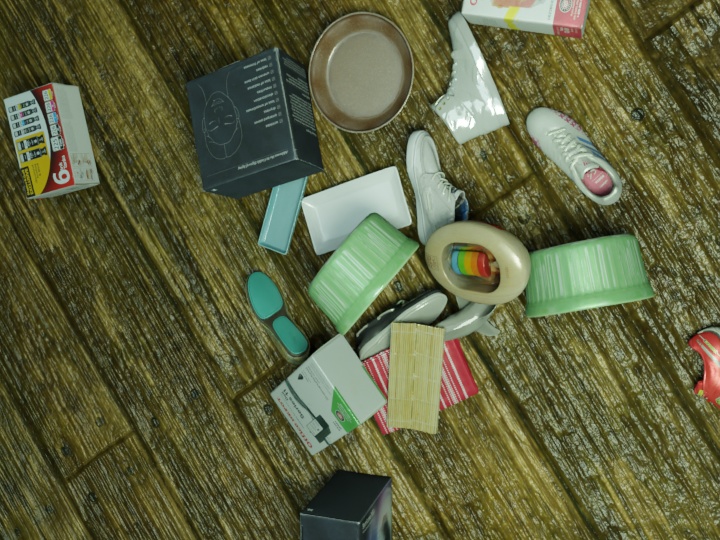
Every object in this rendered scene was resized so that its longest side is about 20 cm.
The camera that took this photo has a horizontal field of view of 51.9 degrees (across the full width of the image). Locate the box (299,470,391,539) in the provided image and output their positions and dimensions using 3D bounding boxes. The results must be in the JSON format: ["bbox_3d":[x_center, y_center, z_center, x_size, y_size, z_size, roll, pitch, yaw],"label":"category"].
[{"bbox_3d":[-0.020,0.499,1.338,0.120,0.199,0.205,0,98,18],"label":"box"}]

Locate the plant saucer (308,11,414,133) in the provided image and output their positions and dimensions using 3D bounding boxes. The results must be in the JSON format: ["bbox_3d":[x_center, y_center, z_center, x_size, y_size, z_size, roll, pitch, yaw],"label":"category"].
[{"bbox_3d":[0.004,-0.347,1.307,0.195,0.037,0.207,2,97,19],"label":"plant saucer"}]

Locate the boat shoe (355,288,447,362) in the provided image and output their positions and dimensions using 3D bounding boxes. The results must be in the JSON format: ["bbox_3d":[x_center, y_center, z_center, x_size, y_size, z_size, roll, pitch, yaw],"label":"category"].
[{"bbox_3d":[0.068,0.089,1.325,0.199,0.073,0.061,-43,47,22],"label":"boat shoe"}]

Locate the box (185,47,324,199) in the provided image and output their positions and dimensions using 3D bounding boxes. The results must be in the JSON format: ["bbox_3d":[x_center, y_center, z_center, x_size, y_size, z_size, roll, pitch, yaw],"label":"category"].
[{"bbox_3d":[-0.188,-0.256,1.323,0.195,0.123,0.203,-13,82,21],"label":"box"}]

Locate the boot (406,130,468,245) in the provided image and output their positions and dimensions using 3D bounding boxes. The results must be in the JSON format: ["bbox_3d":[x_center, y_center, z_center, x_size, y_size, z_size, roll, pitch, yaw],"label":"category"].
[{"bbox_3d":[0.139,-0.138,1.254,0.094,0.073,0.206,2,108,47],"label":"boot"}]

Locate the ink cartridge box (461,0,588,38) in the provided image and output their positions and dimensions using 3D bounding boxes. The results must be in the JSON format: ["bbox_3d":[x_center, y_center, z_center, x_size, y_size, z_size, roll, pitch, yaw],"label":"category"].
[{"bbox_3d":[0.269,-0.463,1.176,0.195,0.083,0.150,13,101,17],"label":"ink cartridge box"}]

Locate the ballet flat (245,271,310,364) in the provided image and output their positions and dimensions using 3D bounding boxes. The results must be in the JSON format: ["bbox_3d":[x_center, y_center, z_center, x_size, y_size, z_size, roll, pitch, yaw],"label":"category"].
[{"bbox_3d":[-0.159,0.095,1.403,0.071,0.070,0.202,-44,67,19],"label":"ballet flat"}]

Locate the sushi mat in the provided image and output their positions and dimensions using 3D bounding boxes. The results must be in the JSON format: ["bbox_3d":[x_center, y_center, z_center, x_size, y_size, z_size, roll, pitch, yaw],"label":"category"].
[{"bbox_3d":[0.094,0.187,1.284,0.093,0.012,0.206,8,109,16],"label":"sushi mat"}]

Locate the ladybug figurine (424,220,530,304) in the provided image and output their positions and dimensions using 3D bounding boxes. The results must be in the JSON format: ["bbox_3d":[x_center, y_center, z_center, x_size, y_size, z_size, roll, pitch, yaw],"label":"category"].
[{"bbox_3d":[0.187,-0.019,1.168,0.197,0.071,0.139,12,124,43],"label":"ladybug figurine"}]

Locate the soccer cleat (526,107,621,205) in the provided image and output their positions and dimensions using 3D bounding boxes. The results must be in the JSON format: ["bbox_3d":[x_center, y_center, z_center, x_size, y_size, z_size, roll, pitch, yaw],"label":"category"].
[{"bbox_3d":[0.344,-0.188,1.185,0.200,0.086,0.070,47,108,8],"label":"soccer cleat"}]

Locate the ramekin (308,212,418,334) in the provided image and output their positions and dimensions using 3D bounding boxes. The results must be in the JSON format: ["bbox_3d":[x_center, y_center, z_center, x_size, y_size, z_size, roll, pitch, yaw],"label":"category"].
[{"bbox_3d":[0.000,0.000,1.253,0.097,0.200,0.201,41,108,2],"label":"ramekin"}]

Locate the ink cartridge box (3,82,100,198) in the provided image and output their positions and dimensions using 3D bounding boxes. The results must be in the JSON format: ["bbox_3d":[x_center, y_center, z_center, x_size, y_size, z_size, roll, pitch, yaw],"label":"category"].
[{"bbox_3d":[-0.647,-0.257,1.515,0.171,0.084,0.206,-11,94,20],"label":"ink cartridge box"}]

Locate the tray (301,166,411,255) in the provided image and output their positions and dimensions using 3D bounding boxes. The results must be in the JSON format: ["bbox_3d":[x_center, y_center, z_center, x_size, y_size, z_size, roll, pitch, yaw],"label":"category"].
[{"bbox_3d":[-0.007,-0.108,1.349,0.195,0.022,0.110,-17,91,20],"label":"tray"}]

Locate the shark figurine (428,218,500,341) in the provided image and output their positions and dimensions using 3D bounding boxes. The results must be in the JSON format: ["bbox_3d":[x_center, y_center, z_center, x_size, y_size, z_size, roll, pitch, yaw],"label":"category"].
[{"bbox_3d":[0.212,0.034,1.252,0.125,0.089,0.220,21,91,-9],"label":"shark figurine"}]

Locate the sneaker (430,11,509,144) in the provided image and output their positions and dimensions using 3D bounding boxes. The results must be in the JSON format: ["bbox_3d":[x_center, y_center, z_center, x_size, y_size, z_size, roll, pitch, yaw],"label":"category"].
[{"bbox_3d":[0.161,-0.316,1.238,0.113,0.074,0.205,-22,91,17],"label":"sneaker"}]

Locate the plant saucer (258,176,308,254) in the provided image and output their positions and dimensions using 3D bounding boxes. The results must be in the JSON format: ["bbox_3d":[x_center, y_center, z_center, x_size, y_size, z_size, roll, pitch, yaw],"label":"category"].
[{"bbox_3d":[-0.135,-0.136,1.374,0.069,0.019,0.205,18,95,27],"label":"plant saucer"}]

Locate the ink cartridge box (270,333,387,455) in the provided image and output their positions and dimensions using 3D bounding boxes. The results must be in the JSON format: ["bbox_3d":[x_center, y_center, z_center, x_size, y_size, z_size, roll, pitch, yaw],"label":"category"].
[{"bbox_3d":[-0.062,0.228,1.332,0.148,0.082,0.200,53,141,6],"label":"ink cartridge box"}]

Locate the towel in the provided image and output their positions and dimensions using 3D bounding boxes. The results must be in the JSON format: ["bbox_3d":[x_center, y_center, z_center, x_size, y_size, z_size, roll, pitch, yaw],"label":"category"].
[{"bbox_3d":[0.099,0.193,1.322,0.196,0.023,0.147,-25,99,8],"label":"towel"}]

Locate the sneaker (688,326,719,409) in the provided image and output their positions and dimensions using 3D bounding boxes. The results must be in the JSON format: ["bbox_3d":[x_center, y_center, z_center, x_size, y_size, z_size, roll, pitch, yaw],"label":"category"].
[{"bbox_3d":[0.574,0.192,1.170,0.083,0.077,0.206,-19,80,25],"label":"sneaker"}]

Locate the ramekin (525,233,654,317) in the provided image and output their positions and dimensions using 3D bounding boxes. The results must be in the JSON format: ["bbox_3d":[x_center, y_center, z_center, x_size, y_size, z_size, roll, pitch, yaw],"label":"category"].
[{"bbox_3d":[0.348,0.008,1.155,0.195,0.199,0.101,-11,86,19],"label":"ramekin"}]
